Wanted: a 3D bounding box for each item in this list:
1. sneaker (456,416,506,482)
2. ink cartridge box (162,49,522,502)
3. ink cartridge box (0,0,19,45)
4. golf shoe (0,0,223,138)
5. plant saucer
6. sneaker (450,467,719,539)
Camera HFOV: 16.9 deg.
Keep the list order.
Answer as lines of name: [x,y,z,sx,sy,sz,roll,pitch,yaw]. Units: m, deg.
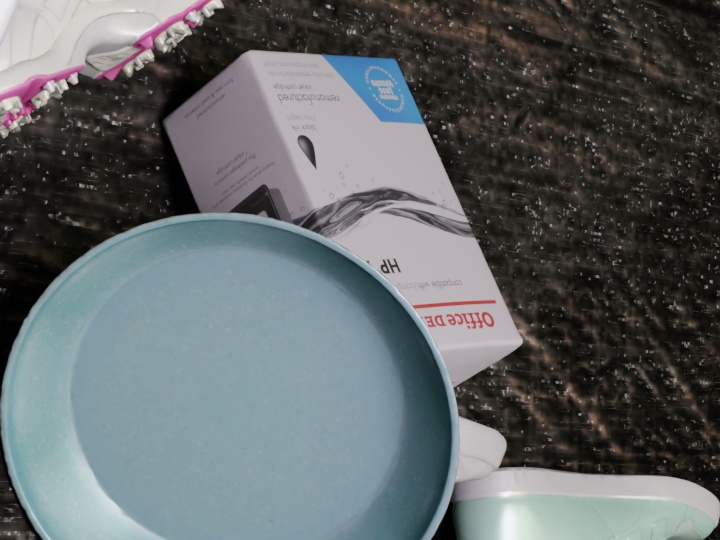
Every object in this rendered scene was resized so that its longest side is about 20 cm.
sneaker: [-0.011,0.098,1.195,0.200,0.075,0.089,13,91,-45]
ink cartridge box: [0.000,0.000,1.136,0.116,0.068,0.200,-4,66,-51]
ink cartridge box: [-0.236,-0.081,0.884,0.199,0.041,0.201,29,77,-33]
golf shoe: [-0.145,-0.112,1.032,0.200,0.075,0.092,-34,95,-46]
plant saucer: [-0.056,0.064,1.055,0.036,0.199,0.201,-79,154,-70]
sneaker: [0.126,0.173,1.347,0.200,0.074,0.119,6,77,-42]
